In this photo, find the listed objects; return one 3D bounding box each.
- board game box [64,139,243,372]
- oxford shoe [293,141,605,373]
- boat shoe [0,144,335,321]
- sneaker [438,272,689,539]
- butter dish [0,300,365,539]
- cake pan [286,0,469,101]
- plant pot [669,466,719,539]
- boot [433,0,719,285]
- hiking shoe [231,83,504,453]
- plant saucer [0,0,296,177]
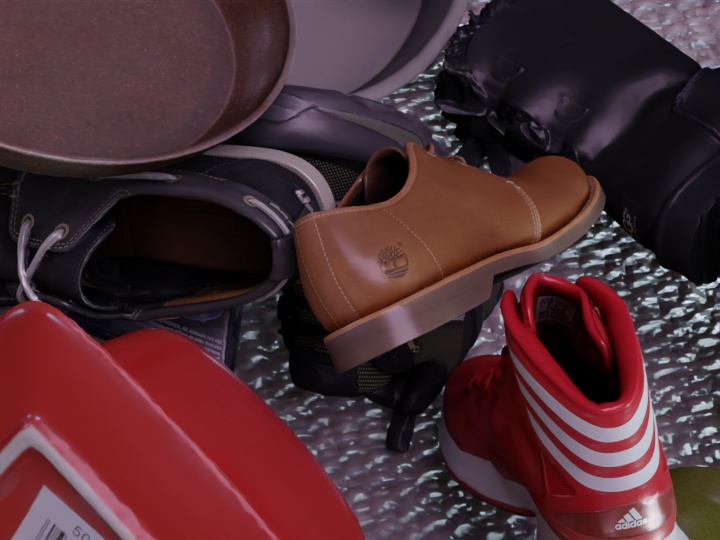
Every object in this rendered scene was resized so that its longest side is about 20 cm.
[{"bbox_3d":[-0.113,-0.080,1.268,0.199,0.062,0.200,21,83,2],"label":"board game box"},{"bbox_3d":[0.038,-0.023,1.187,0.071,0.071,0.200,63,31,0],"label":"oxford shoe"},{"bbox_3d":[-0.113,-0.014,1.179,0.199,0.072,0.068,-1,25,15],"label":"boat shoe"},{"bbox_3d":[0.081,0.043,1.208,0.078,0.200,0.116,-13,111,-17],"label":"sneaker"},{"bbox_3d":[-0.079,0.108,1.198,0.200,0.199,0.148,47,41,4],"label":"butter dish"},{"bbox_3d":[-0.045,-0.158,1.360,0.200,0.037,0.201,6,70,-16],"label":"cake pan"},{"bbox_3d":[0.110,0.185,1.224,0.200,0.200,0.193,49,52,2],"label":"plant pot"},{"bbox_3d":[0.144,-0.085,1.352,0.198,0.074,0.162,-36,52,-28],"label":"boot"},{"bbox_3d":[0.000,0.000,1.248,0.200,0.076,0.101,49,54,-50],"label":"hiking shoe"},{"bbox_3d":[-0.125,-0.104,1.176,0.200,0.035,0.201,13,43,-12],"label":"plant saucer"}]
